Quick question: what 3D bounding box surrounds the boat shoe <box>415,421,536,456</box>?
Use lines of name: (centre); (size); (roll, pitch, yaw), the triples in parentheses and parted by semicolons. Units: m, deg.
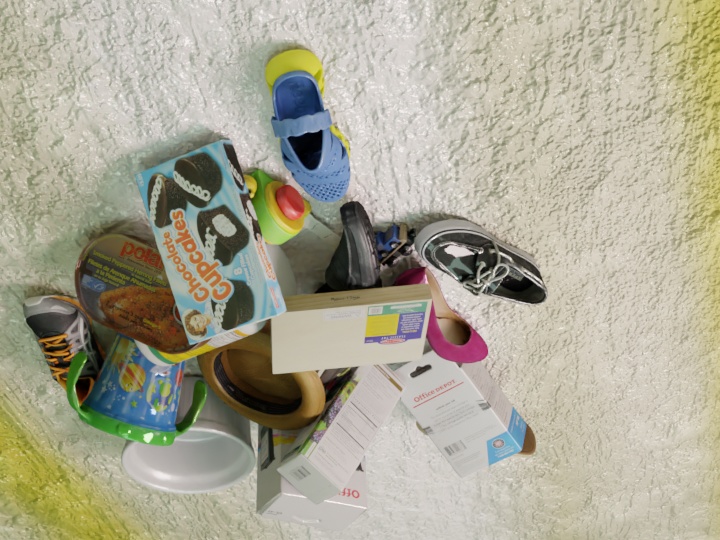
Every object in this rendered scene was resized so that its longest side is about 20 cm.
boat shoe: (0.183, 0.253, 1.667); (0.197, 0.073, 0.065); (17, 144, -18)

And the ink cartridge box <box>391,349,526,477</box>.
ink cartridge box: (0.140, 0.191, 1.544); (0.115, 0.067, 0.201); (-29, 105, 29)

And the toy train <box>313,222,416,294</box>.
toy train: (0.000, 0.000, 1.359); (0.045, 0.035, 0.199); (31, 130, -23)

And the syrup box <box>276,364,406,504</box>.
syrup box: (-0.024, 0.216, 1.468); (0.081, 0.201, 0.079); (42, 141, -8)

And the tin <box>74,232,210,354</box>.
tin: (-0.253, 0.025, 1.268); (0.197, 0.042, 0.114); (22, 102, 19)

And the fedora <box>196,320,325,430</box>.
fedora: (-0.126, 0.127, 1.441); (0.197, 0.082, 0.203); (17, 135, 17)

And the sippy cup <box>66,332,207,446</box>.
sippy cup: (-0.296, 0.151, 1.420); (0.137, 0.133, 0.178); (17, 178, 17)

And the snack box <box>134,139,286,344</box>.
snack box: (-0.169, -0.031, 1.190); (0.114, 0.204, 0.037); (-18, -178, 17)

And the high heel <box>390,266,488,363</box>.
high heel: (0.120, 0.059, 1.421); (0.199, 0.068, 0.095); (34, 134, -24)

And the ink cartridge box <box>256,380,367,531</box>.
ink cartridge box: (-0.071, 0.258, 1.537); (0.145, 0.203, 0.086); (15, 139, -25)

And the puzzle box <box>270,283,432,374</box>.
puzzle box: (-0.014, 0.073, 1.303); (0.196, 0.026, 0.134); (-5, 142, -8)

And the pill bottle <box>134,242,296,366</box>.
pill bottle: (-0.183, 0.037, 1.321); (0.197, 0.114, 0.113); (-20, 139, 20)

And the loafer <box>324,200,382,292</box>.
loafer: (-0.010, 0.001, 1.290); (0.069, 0.069, 0.203); (-7, 135, 2)

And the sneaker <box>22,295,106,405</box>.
sneaker: (-0.392, 0.106, 1.415); (0.077, 0.078, 0.201); (-9, 140, 10)

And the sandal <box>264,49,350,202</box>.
sandal: (-0.057, -0.136, 1.139); (0.078, 0.088, 0.201); (-13, 143, 8)

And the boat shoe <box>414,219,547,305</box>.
boat shoe: (0.155, -0.001, 1.329); (0.197, 0.069, 0.074); (25, 117, -34)

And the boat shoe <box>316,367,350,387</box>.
boat shoe: (-0.029, 0.114, 1.465); (0.060, 0.073, 0.202); (17, 134, -19)

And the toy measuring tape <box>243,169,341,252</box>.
toy measuring tape: (-0.077, -0.049, 1.258); (0.073, 0.075, 0.199); (-28, 136, 27)

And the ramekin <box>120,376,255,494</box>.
ramekin: (-0.255, 0.245, 1.587); (0.196, 0.099, 0.202); (-3, 142, -2)
